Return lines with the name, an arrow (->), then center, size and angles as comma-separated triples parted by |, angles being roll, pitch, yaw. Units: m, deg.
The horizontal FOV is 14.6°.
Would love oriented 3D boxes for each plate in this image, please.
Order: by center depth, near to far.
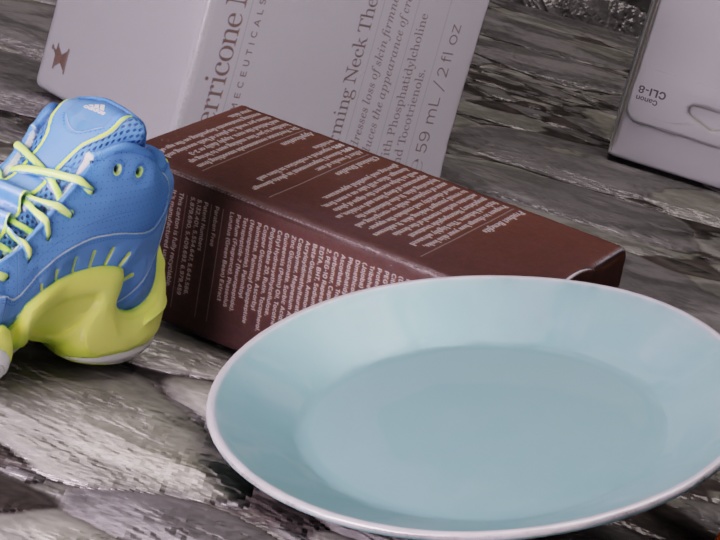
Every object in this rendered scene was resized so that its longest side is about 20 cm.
plate -> 0.044, 0.054, 1.024 | 0.200, 0.026, 0.200 | -3, 25, 1

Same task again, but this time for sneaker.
sneaker -> -0.135, -0.017, 1.040 | 0.076, 0.105, 0.200 | 21, 11, 24

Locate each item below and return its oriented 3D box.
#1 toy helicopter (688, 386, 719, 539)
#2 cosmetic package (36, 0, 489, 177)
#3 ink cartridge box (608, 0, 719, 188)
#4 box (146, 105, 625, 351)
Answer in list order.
toy helicopter -> 0.156, 0.069, 1.094 | 0.132, 0.079, 0.200 | 28, 7, -44
cosmetic package -> -0.055, -0.154, 1.677 | 0.200, 0.168, 0.166 | 7, 15, -37
ink cartridge box -> 0.284, -0.148, 2.199 | 0.145, 0.145, 0.200 | 17, 12, 3
box -> 0.000, 0.000, 1.196 | 0.200, 0.075, 0.100 | 20, 24, 26
